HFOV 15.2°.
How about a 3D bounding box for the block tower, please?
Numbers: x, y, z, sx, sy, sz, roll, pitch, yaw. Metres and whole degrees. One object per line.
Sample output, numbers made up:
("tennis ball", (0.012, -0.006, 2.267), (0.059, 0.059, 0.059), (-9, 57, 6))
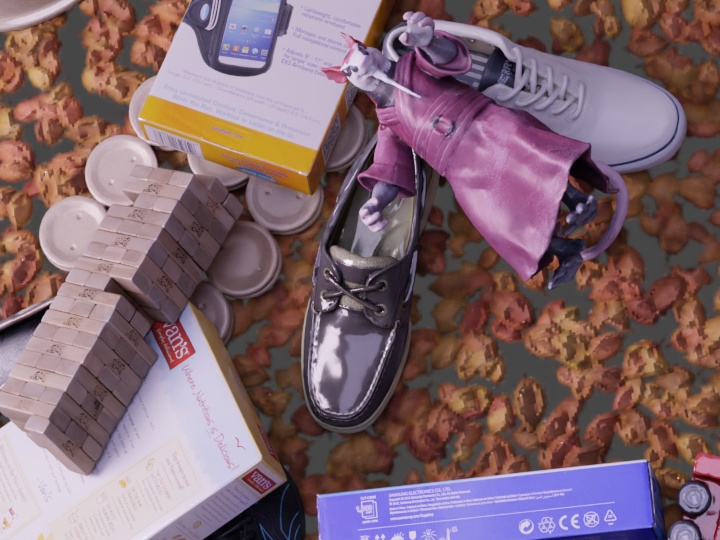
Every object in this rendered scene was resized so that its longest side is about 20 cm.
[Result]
("block tower", (-0.152, 0.025, 1.668), (0.058, 0.054, 0.200), (10, 63, 40))

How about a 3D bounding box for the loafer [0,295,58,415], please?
("loafer", (-0.253, 0.070, 1.717), (0.200, 0.063, 0.072), (-32, 73, 2))

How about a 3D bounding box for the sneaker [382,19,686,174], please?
("sneaker", (0.104, -0.108, 1.686), (0.200, 0.071, 0.073), (12, 80, 13))

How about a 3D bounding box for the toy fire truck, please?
("toy fire truck", (0.254, 0.171, 1.605), (0.141, 0.049, 0.200), (13, 80, 13))

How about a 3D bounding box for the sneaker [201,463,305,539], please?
("sneaker", (-0.066, 0.177, 1.649), (0.075, 0.079, 0.200), (-25, 72, 6))

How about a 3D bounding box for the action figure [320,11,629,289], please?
("action figure", (0.067, -0.088, 1.631), (0.200, 0.149, 0.134), (39, 120, 17))

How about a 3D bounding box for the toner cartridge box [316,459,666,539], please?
("toner cartridge box", (0.080, 0.152, 1.619), (0.200, 0.095, 0.043), (-7, 76, 9))

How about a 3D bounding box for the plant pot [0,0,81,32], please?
("plant pot", (-0.259, -0.277, 1.737), (0.200, 0.183, 0.201), (-3, 76, 10))

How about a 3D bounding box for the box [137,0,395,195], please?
("box", (-0.049, -0.158, 1.731), (0.119, 0.041, 0.200), (19, 70, 12))

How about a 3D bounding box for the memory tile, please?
("memory tile", (-0.101, -0.055, 1.742), (0.153, 0.017, 0.200), (34, 85, 16))

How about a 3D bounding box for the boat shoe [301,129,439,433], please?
("boat shoe", (0.001, 0.000, 1.683), (0.072, 0.066, 0.201), (12, 79, 14))

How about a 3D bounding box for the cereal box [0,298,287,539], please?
("cereal box", (-0.155, 0.127, 1.663), (0.200, 0.040, 0.144), (-34, 49, 8))
